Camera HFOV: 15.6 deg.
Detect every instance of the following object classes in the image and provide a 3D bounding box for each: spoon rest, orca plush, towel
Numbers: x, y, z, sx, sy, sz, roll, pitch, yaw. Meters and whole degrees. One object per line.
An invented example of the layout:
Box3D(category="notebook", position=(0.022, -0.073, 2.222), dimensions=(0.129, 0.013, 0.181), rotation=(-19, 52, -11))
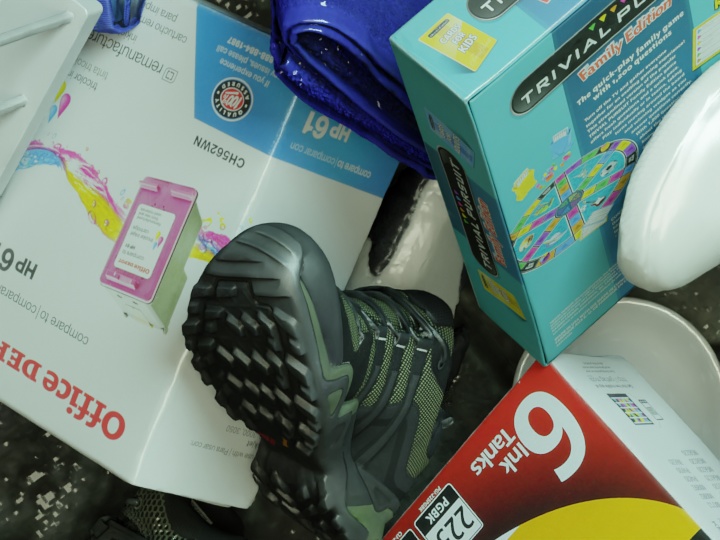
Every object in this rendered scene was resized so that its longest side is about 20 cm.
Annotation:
Box3D(category="spoon rest", position=(0.142, 0.107, 1.215), dimensions=(0.099, 0.061, 0.200), rotation=(-27, 95, 3))
Box3D(category="orca plush", position=(0.000, 0.000, 1.200), dimensions=(0.071, 0.105, 0.201), rotation=(26, 118, 34))
Box3D(category="towel", position=(0.008, -0.140, 1.119), dimensions=(0.049, 0.148, 0.200), rotation=(-25, 50, 30))

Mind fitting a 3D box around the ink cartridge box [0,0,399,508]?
Box3D(category="ink cartridge box", position=(-0.083, -0.015, 1.160), dimensions=(0.144, 0.085, 0.200), rotation=(27, 97, 38))

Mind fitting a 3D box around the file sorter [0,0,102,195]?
Box3D(category="file sorter", position=(-0.235, -0.064, 1.121), dimensions=(0.139, 0.124, 0.200), rotation=(39, 119, 11))

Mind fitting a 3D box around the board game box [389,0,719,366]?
Box3D(category="board game box", position=(0.099, -0.071, 1.059), dimensions=(0.151, 0.200, 0.047), rotation=(-41, 58, -12))

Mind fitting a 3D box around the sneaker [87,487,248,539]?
Box3D(category="sneaker", position=(-0.124, 0.151, 1.217), dimensions=(0.199, 0.076, 0.114), rotation=(-1, 55, 25))

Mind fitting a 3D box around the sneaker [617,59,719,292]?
Box3D(category="sneaker", position=(0.191, -0.055, 1.057), dimensions=(0.200, 0.075, 0.088), rotation=(-42, 56, -13))

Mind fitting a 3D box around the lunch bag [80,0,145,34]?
Box3D(category="lunch bag", position=(-0.150, -0.199, 1.149), dimensions=(0.150, 0.094, 0.201), rotation=(17, 102, 31))

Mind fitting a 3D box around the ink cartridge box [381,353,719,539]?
Box3D(category="ink cartridge box", position=(0.091, 0.167, 1.150), dimensions=(0.176, 0.084, 0.200), rotation=(48, 111, 24))

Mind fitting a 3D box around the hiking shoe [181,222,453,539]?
Box3D(category="hiking shoe", position=(-0.010, 0.032, 1.103), dimensions=(0.076, 0.200, 0.101), rotation=(26, 62, 27))
